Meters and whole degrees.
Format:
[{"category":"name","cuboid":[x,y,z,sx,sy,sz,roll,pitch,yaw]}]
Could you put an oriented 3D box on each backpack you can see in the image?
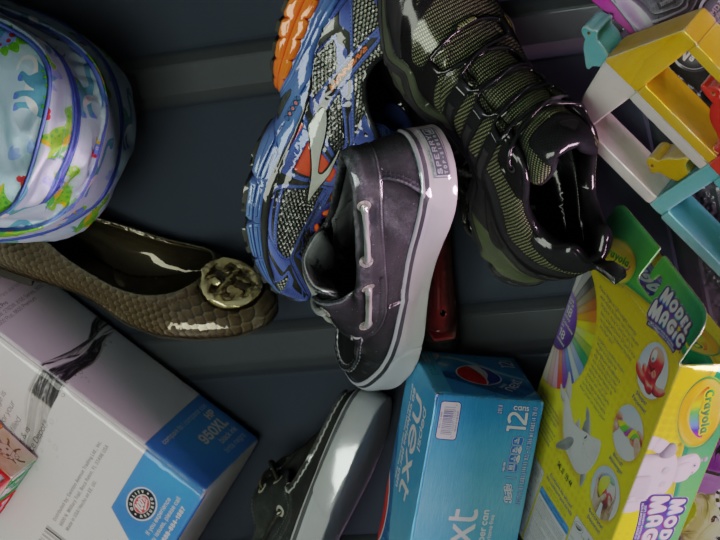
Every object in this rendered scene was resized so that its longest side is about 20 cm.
[{"category":"backpack","cuboid":[-0.228,-0.088,1.342,0.199,0.154,0.164,19,86,1]}]

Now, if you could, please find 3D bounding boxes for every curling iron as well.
[{"category":"curling iron","cuboid":[0.053,0.027,1.327,0.049,0.026,0.201,14,117,15]}]

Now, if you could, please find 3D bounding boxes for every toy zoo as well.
[{"category":"toy zoo","cuboid":[0.185,-0.054,1.193,0.200,0.020,0.131,45,153,-4]}]

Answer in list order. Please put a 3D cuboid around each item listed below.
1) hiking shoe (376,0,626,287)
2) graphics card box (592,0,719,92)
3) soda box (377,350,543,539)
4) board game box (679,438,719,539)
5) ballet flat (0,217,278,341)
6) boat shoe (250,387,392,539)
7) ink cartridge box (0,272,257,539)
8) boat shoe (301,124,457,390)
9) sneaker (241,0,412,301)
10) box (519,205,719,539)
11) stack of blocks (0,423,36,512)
[{"category":"hiking shoe","cuboid":[0.081,-0.085,1.219,0.100,0.076,0.201,1,123,58]},{"category":"graphics card box","cuboid":[0.136,-0.200,1.177,0.200,0.051,0.126,41,123,2]},{"category":"soda box","cuboid":[0.048,0.151,1.325,0.064,0.068,0.201,6,108,-14]},{"category":"board game box","cuboid":[0.189,0.151,1.321,0.119,0.032,0.201,27,120,17]},{"category":"ballet flat","cuboid":[-0.139,-0.007,1.379,0.199,0.067,0.047,17,127,24]},{"category":"boat shoe","cuboid":[-0.039,0.143,1.397,0.056,0.069,0.201,29,123,10]},{"category":"ink cartridge box","cuboid":[-0.185,0.107,1.434,0.200,0.084,0.145,37,121,7]},{"category":"boat shoe","cuboid":[0.000,0.000,1.268,0.200,0.067,0.072,106,148,-54]},{"category":"sneaker","cuboid":[-0.014,-0.069,1.290,0.078,0.075,0.201,18,120,12]},{"category":"box","cuboid":[0.140,0.077,1.262,0.048,0.118,0.201,0,123,-24]},{"category":"stack of blocks","cuboid":[-0.300,0.084,1.362,0.200,0.115,0.059,41,123,6]}]
